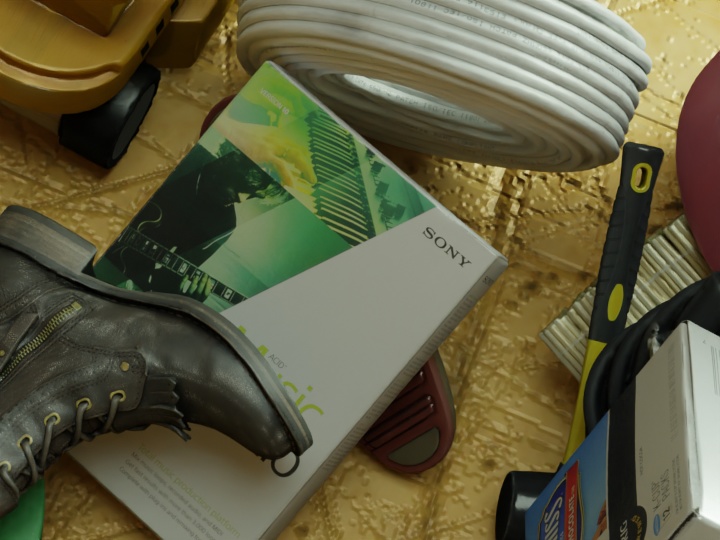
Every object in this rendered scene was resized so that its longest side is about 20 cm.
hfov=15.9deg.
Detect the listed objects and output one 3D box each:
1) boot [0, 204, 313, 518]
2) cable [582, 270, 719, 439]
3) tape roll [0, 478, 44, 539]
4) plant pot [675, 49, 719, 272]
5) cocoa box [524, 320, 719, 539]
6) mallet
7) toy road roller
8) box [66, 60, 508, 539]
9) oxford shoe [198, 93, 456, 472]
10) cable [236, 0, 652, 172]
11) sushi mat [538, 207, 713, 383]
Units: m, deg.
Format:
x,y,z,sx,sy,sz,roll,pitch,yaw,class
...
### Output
x,y,z,sx,sy,sz,roll,pitch,yaw,class
-0.140,0.078,1.115,0.200,0.069,0.174,29,67,22,boot
0.199,0.088,1.156,0.200,0.163,0.051,40,20,-12,cable
-0.242,0.109,1.147,0.200,0.048,0.201,4,61,-8,tape roll
0.272,-0.069,1.180,0.200,0.179,0.200,11,59,-20,plant pot
0.184,0.143,1.088,0.200,0.131,0.133,27,33,-14,cocoa box
0.121,0.043,1.200,0.066,0.041,0.200,18,95,-8,mallet
-0.125,-0.161,1.253,0.123,0.146,0.200,29,61,2,toy road roller
-0.050,0.025,1.181,0.144,0.036,0.200,40,92,12,box
0.000,0.000,1.238,0.075,0.070,0.200,-16,79,-58,oxford shoe
0.036,-0.104,1.224,0.200,0.200,0.069,16,83,17,cable
0.183,0.072,1.215,0.096,0.012,0.200,-42,85,13,sushi mat
